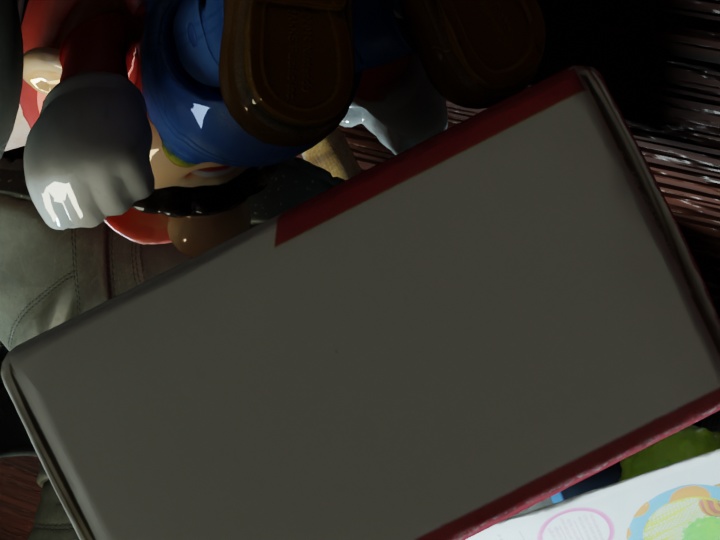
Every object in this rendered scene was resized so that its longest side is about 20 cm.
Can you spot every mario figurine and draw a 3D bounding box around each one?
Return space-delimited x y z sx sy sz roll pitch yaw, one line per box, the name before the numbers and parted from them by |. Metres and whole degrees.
mario figurine | -0.027 -0.037 0.776 0.123 0.107 0.200 26 167 -20

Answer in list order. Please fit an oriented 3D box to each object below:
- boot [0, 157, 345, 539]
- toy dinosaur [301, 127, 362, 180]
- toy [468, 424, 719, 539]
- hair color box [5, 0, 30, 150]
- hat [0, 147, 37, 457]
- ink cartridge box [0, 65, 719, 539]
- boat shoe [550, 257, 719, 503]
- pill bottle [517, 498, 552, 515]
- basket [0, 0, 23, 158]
boot | -0.091 0.035 0.900 0.199 0.132 0.068 -3 164 34
toy dinosaur | 0.000 0.000 0.950 0.106 0.201 0.060 -20 -150 -29
toy | 0.115 0.078 0.924 0.199 0.047 0.115 -16 135 13
hair color box | -0.182 -0.097 0.843 0.110 0.064 0.200 -13 150 33
hat | -0.137 -0.027 1.077 0.081 0.201 0.200 -31 140 20
ink cartridge box | 0.007 0.021 0.730 0.083 0.145 0.200 63 -177 1
boat shoe | 0.097 0.050 0.971 0.068 0.085 0.200 7 162 20
pill bottle | 0.129 0.115 1.116 0.199 0.112 0.111 11 163 45
basket | -0.142 -0.073 0.661 0.135 0.181 0.200 19 170 5
